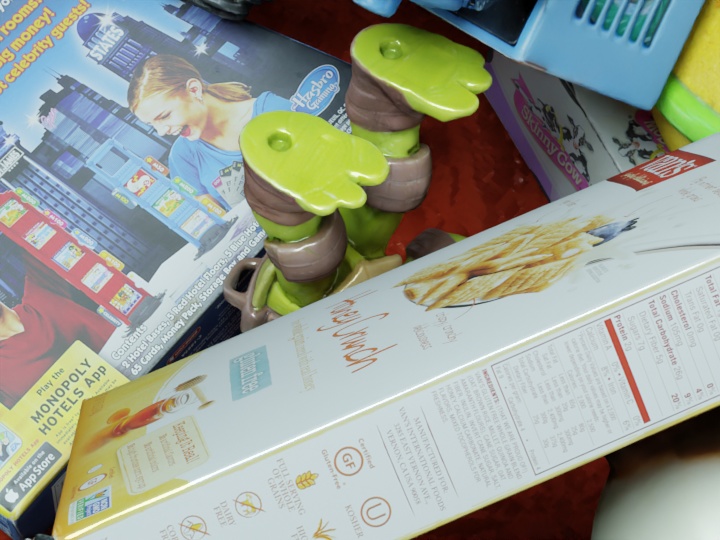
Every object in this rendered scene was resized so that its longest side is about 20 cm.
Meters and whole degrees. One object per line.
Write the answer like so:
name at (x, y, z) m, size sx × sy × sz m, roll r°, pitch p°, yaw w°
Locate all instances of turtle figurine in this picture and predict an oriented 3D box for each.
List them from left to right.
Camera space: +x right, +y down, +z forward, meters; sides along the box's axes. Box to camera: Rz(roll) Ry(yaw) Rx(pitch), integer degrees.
turtle figurine at (0.000, 0.000, 0.711) m, size 0.199 × 0.162 × 0.064 m, roll -26°, pitch 56°, yaw -27°

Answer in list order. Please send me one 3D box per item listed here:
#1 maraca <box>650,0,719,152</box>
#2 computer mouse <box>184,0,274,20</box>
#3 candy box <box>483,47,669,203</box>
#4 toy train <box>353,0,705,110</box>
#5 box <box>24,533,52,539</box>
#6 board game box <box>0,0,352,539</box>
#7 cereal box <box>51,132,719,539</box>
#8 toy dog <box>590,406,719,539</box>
maraca at (0.141, -0.069, 0.703) m, size 0.136 × 0.108 × 0.200 m, roll -8°, pitch 38°, yaw -28°
computer mouse at (-0.013, -0.145, 0.827) m, size 0.199 × 0.053 × 0.138 m, roll -25°, pitch 51°, yaw -29°
candy box at (0.167, -0.051, 0.792) m, size 0.199 × 0.072 × 0.169 m, roll -21°, pitch 66°, yaw -15°
toy train at (0.018, -0.119, 0.685) m, size 0.200 × 0.114 × 0.087 m, roll 37°, pitch 104°, yaw 51°
box at (-0.031, 0.164, 0.576) m, size 0.086 × 0.199 × 0.165 m, roll 30°, pitch 72°, yaw -35°
board game box at (-0.122, -0.036, 0.768) m, size 0.199 × 0.062 × 0.200 m, roll 36°, pitch 66°, yaw 14°
cereal box at (0.023, 0.024, 0.574) m, size 0.199 × 0.144 × 0.040 m, roll -24°, pitch 100°, yaw -1°
toy dog at (0.103, 0.094, 0.638) m, size 0.192 × 0.200 × 0.141 m, roll -8°, pitch 63°, yaw -9°
